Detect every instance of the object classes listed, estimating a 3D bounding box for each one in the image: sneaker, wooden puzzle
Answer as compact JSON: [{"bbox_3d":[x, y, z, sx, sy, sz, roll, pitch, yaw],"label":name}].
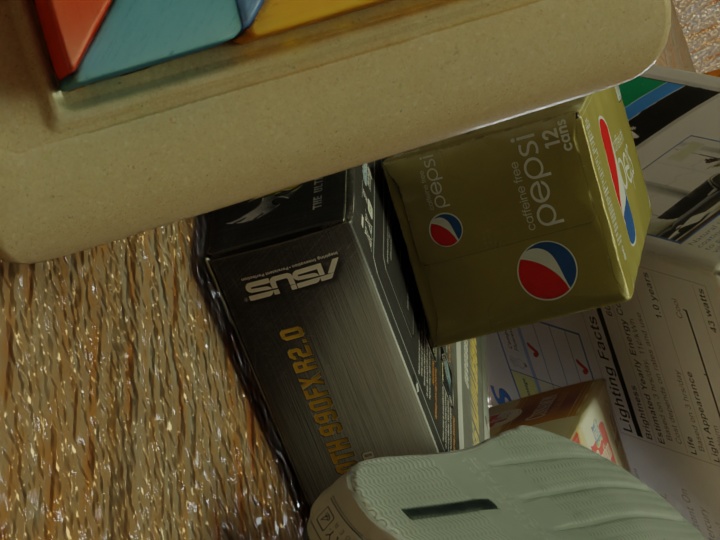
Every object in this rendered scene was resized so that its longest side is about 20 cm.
[{"bbox_3d":[0.037,0.094,0.844,0.200,0.071,0.073,7,34,-53],"label":"sneaker"},{"bbox_3d":[-0.027,-0.120,0.656,0.037,0.185,0.200,4,-70,69],"label":"wooden puzzle"}]

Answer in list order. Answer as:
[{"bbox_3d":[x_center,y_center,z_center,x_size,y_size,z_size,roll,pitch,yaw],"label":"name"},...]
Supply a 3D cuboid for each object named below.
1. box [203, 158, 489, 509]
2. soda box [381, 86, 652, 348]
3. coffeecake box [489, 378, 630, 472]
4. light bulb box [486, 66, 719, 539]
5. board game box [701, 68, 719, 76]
[{"bbox_3d":[0.000,0.000,0.942,0.200,0.048,0.159,-88,161,-56],"label":"box"},{"bbox_3d":[0.058,-0.028,0.964,0.200,0.068,0.064,-46,121,-78],"label":"soda box"},{"bbox_3d":[0.082,0.156,1.068,0.154,0.073,0.200,-37,110,-77],"label":"coffeecake box"},{"bbox_3d":[0.153,0.033,1.181,0.200,0.125,0.199,19,-44,54],"label":"light bulb box"},{"bbox_3d":[0.340,-0.036,2.277,0.200,0.199,0.200,60,17,-55],"label":"board game box"}]
